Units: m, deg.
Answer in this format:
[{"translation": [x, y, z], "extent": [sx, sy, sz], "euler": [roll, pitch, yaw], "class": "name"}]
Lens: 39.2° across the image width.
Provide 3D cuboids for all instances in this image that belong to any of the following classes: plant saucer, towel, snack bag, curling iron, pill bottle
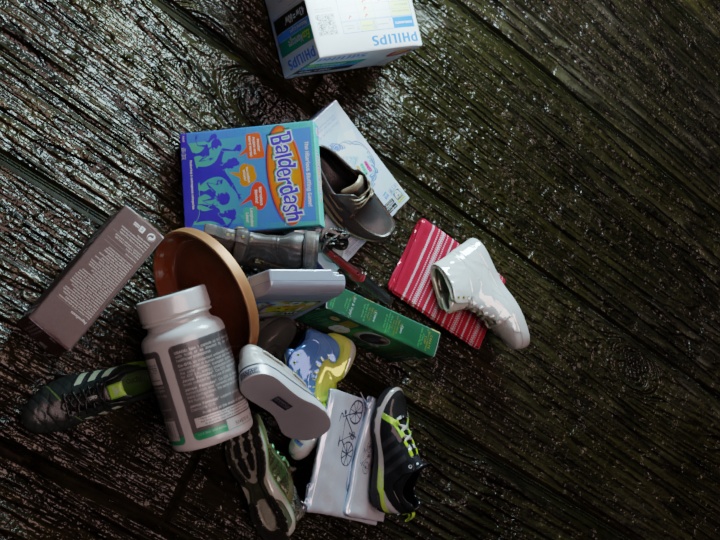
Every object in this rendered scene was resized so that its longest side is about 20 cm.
[{"translation": [-0.208, 0.035, 1.381], "extent": [0.032, 0.200, 0.201], "euler": [-31, 99, -41], "class": "plant saucer"}, {"translation": [0.145, 0.023, 1.678], "extent": [0.200, 0.022, 0.145], "euler": [34, 67, -23], "class": "towel"}, {"translation": [-0.006, 0.278, 1.515], "extent": [0.200, 0.021, 0.189], "euler": [29, 69, -51], "class": "snack bag"}, {"translation": [0.000, 0.000, 1.557], "extent": [0.050, 0.026, 0.200], "euler": [-40, 131, 1], "class": "curling iron"}, {"translation": [-0.221, 0.127, 1.329], "extent": [0.113, 0.113, 0.201], "euler": [-18, 94, -29], "class": "pill bottle"}]

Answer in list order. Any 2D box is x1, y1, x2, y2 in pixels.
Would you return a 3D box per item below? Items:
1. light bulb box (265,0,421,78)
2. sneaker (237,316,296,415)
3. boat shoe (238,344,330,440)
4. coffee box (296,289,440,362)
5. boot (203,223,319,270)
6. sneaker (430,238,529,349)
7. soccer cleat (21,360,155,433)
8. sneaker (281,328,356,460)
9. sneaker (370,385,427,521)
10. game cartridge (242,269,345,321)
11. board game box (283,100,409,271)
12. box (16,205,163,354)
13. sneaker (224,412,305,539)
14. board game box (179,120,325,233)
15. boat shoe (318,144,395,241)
[{"translation": [-0.034, -0.420, 1.575], "extent": [0.198, 0.125, 0.201], "euler": [-14, 91, -30], "class": "light bulb box"}, {"translation": [-0.149, 0.155, 1.445], "extent": [0.200, 0.091, 0.076], "euler": [-53, 142, -14], "class": "sneaker"}, {"translation": [-0.106, 0.167, 1.381], "extent": [0.200, 0.072, 0.066], "euler": [44, 22, -45], "class": "boat shoe"}, {"translation": [0.008, 0.083, 1.538], "extent": [0.199, 0.123, 0.044], "euler": [25, 69, -23], "class": "coffee box"}, {"translation": [-0.150, -0.022, 1.456], "extent": [0.173, 0.200, 0.070], "euler": [5, 68, -6], "class": "boot"}, {"translation": [0.187, 0.060, 1.648], "extent": [0.115, 0.074, 0.201], "euler": [-30, 89, -30], "class": "sneaker"}, {"translation": [-0.352, 0.164, 1.350], "extent": [0.199, 0.081, 0.068], "euler": [-18, 92, -29], "class": "soccer cleat"}, {"translation": [-0.087, 0.177, 1.510], "extent": [0.105, 0.076, 0.201], "euler": [27, 66, -8], "class": "sneaker"}, {"translation": [0.068, 0.276, 1.529], "extent": [0.072, 0.082, 0.201], "euler": [-3, 95, -58], "class": "sneaker"}, {"translation": [-0.123, 0.039, 1.425], "extent": [0.133, 0.200, 0.041], "euler": [4, 73, -27], "class": "game cartridge"}, {"translation": [-0.051, -0.126, 1.575], "extent": [0.200, 0.043, 0.199], "euler": [-45, 107, -26], "class": "board game box"}, {"translation": [-0.362, 0.014, 1.354], "extent": [0.075, 0.100, 0.200], "euler": [41, 66, -17], "class": "box"}, {"translation": [-0.134, 0.292, 1.477], "extent": [0.089, 0.077, 0.201], "euler": [-18, 91, -60], "class": "sneaker"}, {"translation": [-0.156, -0.129, 1.458], "extent": [0.199, 0.045, 0.153], "euler": [-5, 85, 6], "class": "board game box"}, {"translation": [-0.021, -0.115, 1.523], "extent": [0.200, 0.073, 0.075], "euler": [39, 69, -20], "class": "boat shoe"}]
